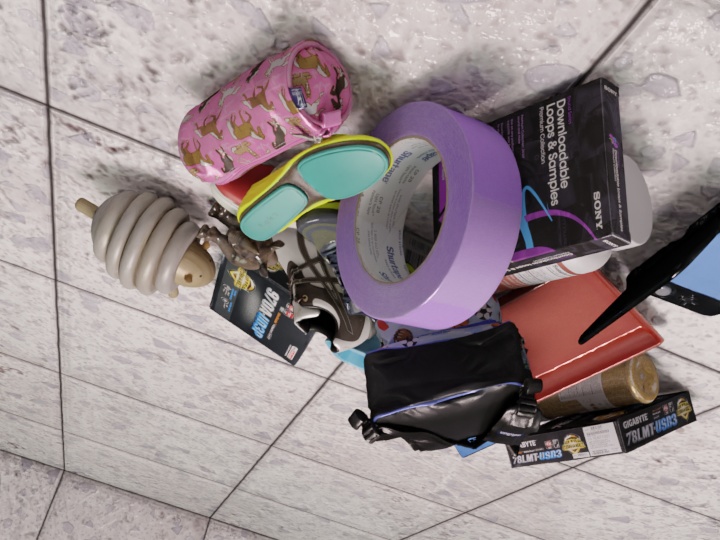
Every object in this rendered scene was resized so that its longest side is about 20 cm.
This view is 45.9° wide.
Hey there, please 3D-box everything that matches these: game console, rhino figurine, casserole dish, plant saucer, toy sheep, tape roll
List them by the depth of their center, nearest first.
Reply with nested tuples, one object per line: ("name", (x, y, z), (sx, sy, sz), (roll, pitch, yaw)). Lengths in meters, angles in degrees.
("tape roll", (0.058, -0.050, 0.799), (0.065, 0.205, 0.198), (13, 158, -36))
("game console", (0.349, 0.022, 0.878), (0.172, 0.119, 0.201), (20, 152, -7))
("rhino figurine", (-0.136, -0.034, 0.999), (0.087, 0.060, 0.200), (35, 176, -18))
("plant saucer", (0.241, 0.071, 1.051), (0.198, 0.037, 0.199), (-31, 130, 28))
("toy sheep", (-0.274, -0.036, 1.080), (0.196, 0.140, 0.138), (23, 151, -1))
("casserole dish", (0.018, 0.110, 1.130), (0.119, 0.039, 0.200), (22, 167, 11))

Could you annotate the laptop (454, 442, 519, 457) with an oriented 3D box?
("laptop", (0.118, 0.165, 1.121), (0.115, 0.189, 0.200), (-35, 175, 13))

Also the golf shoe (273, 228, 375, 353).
("golf shoe", (-0.063, 0.017, 1.042), (0.199, 0.094, 0.079), (40, 147, 21))

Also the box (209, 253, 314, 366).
("box", (-0.126, 0.041, 1.184), (0.157, 0.046, 0.201), (34, 150, 0))

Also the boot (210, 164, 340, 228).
("boot", (-0.058, -0.099, 0.923), (0.196, 0.074, 0.144), (16, 151, -17))

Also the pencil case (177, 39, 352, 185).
("pencil case", (-0.099, -0.148, 0.833), (0.198, 0.088, 0.083), (-16, 133, 44))

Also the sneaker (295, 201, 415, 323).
("sneaker", (0.000, 0.000, 0.932), (0.073, 0.082, 0.200), (-19, 135, 35))

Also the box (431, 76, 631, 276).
("box", (0.148, -0.074, 0.782), (0.036, 0.147, 0.198), (15, 157, -42))

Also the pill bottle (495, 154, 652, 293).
("pill bottle", (0.181, -0.046, 0.848), (0.198, 0.114, 0.112), (-16, 139, 43))

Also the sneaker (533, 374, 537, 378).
("sneaker", (0.164, 0.125, 1.198), (0.196, 0.077, 0.105), (-8, 142, 31))

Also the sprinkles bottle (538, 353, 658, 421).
("sprinkles bottle", (0.317, 0.166, 1.195), (0.068, 0.069, 0.198), (31, 147, -27))

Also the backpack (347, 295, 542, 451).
("backpack", (0.099, 0.121, 0.920), (0.195, 0.157, 0.191), (-9, 151, 12))

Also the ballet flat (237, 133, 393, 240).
("ballet flat", (-0.048, -0.097, 0.843), (0.198, 0.068, 0.067), (-26, 127, 35))

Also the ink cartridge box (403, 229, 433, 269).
("ink cartridge box", (0.043, 0.027, 1.098), (0.102, 0.060, 0.200), (25, 150, -15))

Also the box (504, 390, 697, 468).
("box", (0.338, 0.224, 1.203), (0.197, 0.051, 0.197), (-9, 172, -41))
